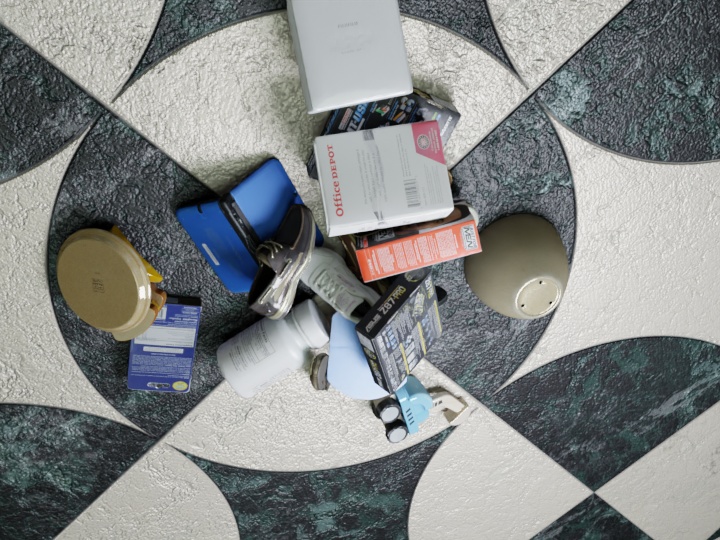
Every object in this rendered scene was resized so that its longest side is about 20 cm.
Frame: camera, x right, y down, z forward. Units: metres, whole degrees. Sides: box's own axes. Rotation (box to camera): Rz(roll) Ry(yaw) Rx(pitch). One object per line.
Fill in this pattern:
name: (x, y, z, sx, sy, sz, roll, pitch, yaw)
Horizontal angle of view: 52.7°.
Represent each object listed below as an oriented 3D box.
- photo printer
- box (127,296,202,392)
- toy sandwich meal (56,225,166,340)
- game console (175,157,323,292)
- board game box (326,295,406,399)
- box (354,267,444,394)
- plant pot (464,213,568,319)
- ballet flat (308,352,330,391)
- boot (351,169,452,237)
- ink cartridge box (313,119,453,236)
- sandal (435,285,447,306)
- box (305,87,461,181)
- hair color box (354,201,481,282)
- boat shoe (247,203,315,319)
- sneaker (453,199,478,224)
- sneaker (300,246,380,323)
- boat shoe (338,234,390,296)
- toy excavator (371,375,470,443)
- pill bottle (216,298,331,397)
photo printer: (-0.018, -0.347, 1.072, 0.165, 0.069, 0.202, -11, 100, -4)
box: (-0.368, 0.138, 1.355, 0.120, 0.032, 0.202, 6, 118, -16)
toy sandwich meal: (-0.422, 0.018, 1.237, 0.203, 0.070, 0.207, 7, 112, 17)
game console: (-0.190, -0.074, 1.270, 0.169, 0.119, 0.201, -7, 129, 30)
board game box: (0.014, 0.140, 1.361, 0.156, 0.039, 0.202, 2, 102, -15)
box: (0.073, 0.103, 1.260, 0.161, 0.049, 0.201, -46, 147, -19)
plant pot: (0.310, 0.014, 1.371, 0.198, 0.135, 0.202, -5, 123, -9)
ballet flat: (-0.082, 0.196, 1.395, 0.046, 0.200, 0.068, 20, 77, 7)
boot: (0.067, -0.109, 1.218, 0.198, 0.076, 0.074, -23, 125, 4)
ink cartridge box: (0.032, -0.144, 1.142, 0.198, 0.083, 0.148, -9, 84, -5)
sandal: (0.077, 0.082, 1.401, 0.199, 0.076, 0.048, -21, 124, 12)
box: (0.037, -0.215, 1.213, 0.197, 0.050, 0.201, 17, 118, -21)
hair color box: (0.092, -0.049, 1.210, 0.198, 0.102, 0.062, -15, 113, 4)
boat shoe: (-0.134, -0.017, 1.213, 0.073, 0.074, 0.202, 16, 90, -42)
sneaker: (0.115, -0.066, 1.305, 0.199, 0.085, 0.075, -24, 112, 9)
sneaker: (-0.035, 0.027, 1.257, 0.199, 0.100, 0.075, 36, 99, -7)
boat shoe: (0.000, 0.000, 1.328, 0.067, 0.072, 0.201, -26, 123, 6)
toy excavator: (0.129, 0.283, 1.533, 0.199, 0.100, 0.196, -24, 126, -7)
pill bottle: (-0.157, 0.141, 1.357, 0.199, 0.115, 0.115, -32, 123, 8)
